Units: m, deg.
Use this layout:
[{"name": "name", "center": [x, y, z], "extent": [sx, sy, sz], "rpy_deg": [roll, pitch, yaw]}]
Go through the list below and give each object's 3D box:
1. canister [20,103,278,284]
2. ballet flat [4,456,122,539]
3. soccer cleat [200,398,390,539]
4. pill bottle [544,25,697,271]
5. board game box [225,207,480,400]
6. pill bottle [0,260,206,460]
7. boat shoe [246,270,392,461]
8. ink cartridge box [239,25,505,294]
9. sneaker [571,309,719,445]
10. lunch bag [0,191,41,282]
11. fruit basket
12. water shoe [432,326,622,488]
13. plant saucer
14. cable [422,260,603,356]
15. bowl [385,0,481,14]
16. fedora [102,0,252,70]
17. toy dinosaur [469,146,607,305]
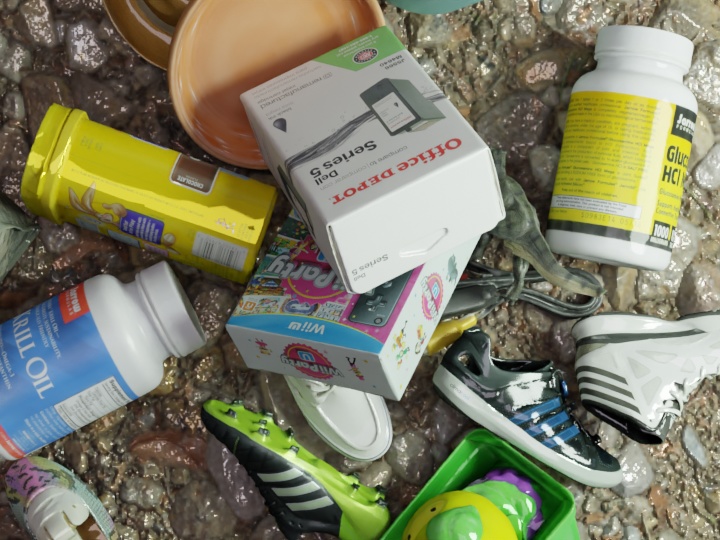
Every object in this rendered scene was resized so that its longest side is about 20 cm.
[{"name": "canister", "center": [-0.177, -0.060, 1.167], "extent": [0.199, 0.149, 0.087], "rpy_deg": [20, 81, -4]}, {"name": "ballet flat", "center": [-0.244, 0.249, 1.202], "extent": [0.069, 0.071, 0.201], "rpy_deg": [-36, 91, -1]}, {"name": "soccer cleat", "center": [-0.066, 0.189, 1.215], "extent": [0.199, 0.068, 0.081], "rpy_deg": [34, 102, -2]}, {"name": "pill bottle", "center": [0.233, -0.107, 1.199], "extent": [0.111, 0.112, 0.202], "rpy_deg": [10, 90, -2]}, {"name": "board game box", "center": [0.000, 0.000, 1.142], "extent": [0.146, 0.064, 0.201], "rpy_deg": [9, 54, 27]}, {"name": "pill bottle", "center": [-0.240, 0.072, 1.182], "extent": [0.199, 0.112, 0.113], "rpy_deg": [-28, 91, -3]}, {"name": "boat shoe", "center": [-0.036, 0.084, 1.212], "extent": [0.072, 0.066, 0.201], "rpy_deg": [-28, 91, -2]}, {"name": "ink cartridge box", "center": [0.008, -0.095, 1.123], "extent": [0.145, 0.200, 0.084], "rpy_deg": [-26, 135, -8]}, {"name": "sneaker", "center": [0.288, 0.100, 1.204], "extent": [0.199, 0.076, 0.116], "rpy_deg": [-1, 66, 7]}, {"name": "lunch bag", "center": [-0.373, -0.046, 1.133], "extent": [0.164, 0.200, 0.118], "rpy_deg": [38, 88, -2]}, {"name": "fruit basket", "center": [0.078, 0.234, 1.136], "extent": [0.214, 0.155, 0.217], "rpy_deg": [-20, 125, -31]}, {"name": "water shoe", "center": [0.161, 0.122, 1.204], "extent": [0.199, 0.072, 0.079], "rpy_deg": [30, 95, -13]}, {"name": "plant saucer", "center": [-0.074, -0.184, 1.182], "extent": [0.199, 0.038, 0.201], "rpy_deg": [-12, 126, -18]}, {"name": "cable", "center": [0.117, 0.018, 1.243], "extent": [0.198, 0.050, 0.098], "rpy_deg": [-9, 73, -14]}, {"name": "bowl", "center": [0.059, -0.303, 1.177], "extent": [0.199, 0.105, 0.203], "rpy_deg": [8, 68, -21]}, {"name": "fedora", "center": [-0.137, -0.266, 1.199], "extent": [0.199, 0.082, 0.203], "rpy_deg": [0, 89, -2]}, {"name": "toy dinosaur", "center": [0.131, -0.024, 1.188], "extent": [0.088, 0.047, 0.201], "rpy_deg": [-51, 49, 26]}]
